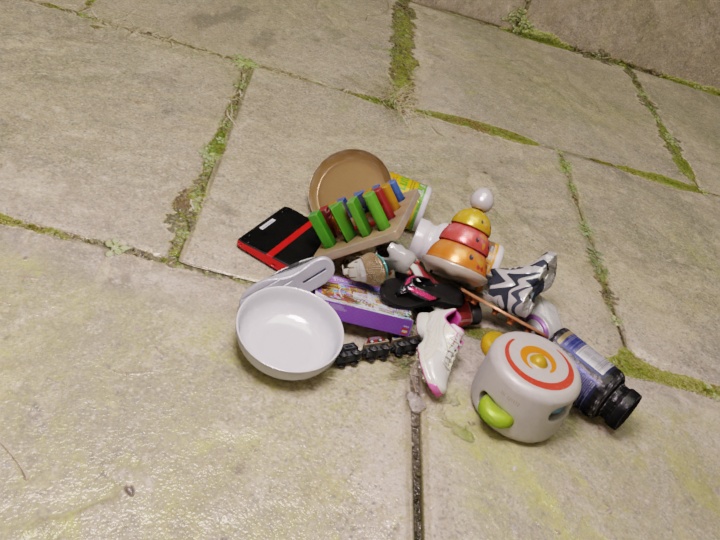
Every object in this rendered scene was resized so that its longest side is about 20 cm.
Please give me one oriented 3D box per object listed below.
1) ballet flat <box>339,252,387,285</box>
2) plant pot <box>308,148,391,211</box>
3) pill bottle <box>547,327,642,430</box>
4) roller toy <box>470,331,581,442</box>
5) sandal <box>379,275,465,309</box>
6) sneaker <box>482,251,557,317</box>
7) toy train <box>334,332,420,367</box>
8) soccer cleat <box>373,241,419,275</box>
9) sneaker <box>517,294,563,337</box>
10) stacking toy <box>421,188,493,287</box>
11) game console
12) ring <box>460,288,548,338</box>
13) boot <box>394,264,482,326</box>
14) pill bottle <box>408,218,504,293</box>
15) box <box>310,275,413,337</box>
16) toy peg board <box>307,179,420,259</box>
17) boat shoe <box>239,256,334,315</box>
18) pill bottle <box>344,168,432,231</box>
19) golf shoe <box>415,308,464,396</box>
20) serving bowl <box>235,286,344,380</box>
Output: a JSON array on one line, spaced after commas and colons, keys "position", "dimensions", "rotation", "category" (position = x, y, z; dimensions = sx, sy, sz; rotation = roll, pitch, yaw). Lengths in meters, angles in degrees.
[{"position": [0.000, 0.000, 1.648], "dimensions": [0.065, 0.071, 0.200], "rotation": [-14, 4, -13], "category": "ballet flat"}, {"position": [-0.022, -0.180, 1.868], "dimensions": [0.199, 0.201, 0.027], "rotation": [32, -5, 17], "category": "plant pot"}, {"position": [0.445, 0.215, 1.600], "dimensions": [0.111, 0.113, 0.200], "rotation": [-21, 53, -43], "category": "pill bottle"}, {"position": [0.309, 0.209, 1.517], "dimensions": [0.180, 0.141, 0.201], "rotation": [14, 35, -8], "category": "roller toy"}, {"position": [0.127, 0.038, 1.629], "dimensions": [0.198, 0.045, 0.076], "rotation": [3, 49, -26], "category": "sandal"}, {"position": [0.329, 0.014, 1.727], "dimensions": [0.129, 0.080, 0.199], "rotation": [17, 51, 31], "category": "sneaker"}, {"position": [0.030, 0.148, 1.558], "dimensions": [0.198, 0.034, 0.046], "rotation": [-7, 33, -33], "category": "toy train"}, {"position": [0.052, -0.028, 1.682], "dimensions": [0.077, 0.200, 0.070], "rotation": [41, 74, -15], "category": "soccer cleat"}, {"position": [0.376, 0.083, 1.787], "dimensions": [0.099, 0.075, 0.201], "rotation": [1, 47, -37], "category": "sneaker"}, {"position": [0.224, -0.079, 1.693], "dimensions": [0.145, 0.202, 0.146], "rotation": [21, -3, 1], "category": "stacking toy"}, {"position": [-0.144, -0.058, 1.753], "dimensions": [0.176, 0.031, 0.200], "rotation": [27, 36, 15], "category": "game console"}, {"position": [0.285, 0.090, 1.627], "dimensions": [0.199, 0.019, 0.200], "rotation": [29, 2, -1], "category": "ring"}, {"position": [0.169, 0.044, 1.731], "dimensions": [0.143, 0.073, 0.201], "rotation": [-10, 54, -36], "category": "boot"}, {"position": [0.209, -0.036, 1.812], "dimensions": [0.198, 0.117, 0.117], "rotation": [22, 35, 3], "category": "pill bottle"}, {"position": [0.000, 0.066, 1.616], "dimensions": [0.198, 0.039, 0.137], "rotation": [14, 20, -8], "category": "box"}, {"position": [0.000, -0.128, 1.701], "dimensions": [0.198, 0.098, 0.200], "rotation": [-16, 25, 27], "category": "toy peg board"}, {"position": [-0.142, 0.033, 1.575], "dimensions": [0.198, 0.073, 0.071], "rotation": [-24, 10, -13], "category": "boat shoe"}, {"position": [0.061, -0.178, 1.931], "dimensions": [0.198, 0.112, 0.111], "rotation": [21, 35, 1], "category": "pill bottle"}, {"position": [0.155, 0.147, 1.551], "dimensions": [0.091, 0.076, 0.201], "rotation": [-20, 42, 18], "category": "golf shoe"}, {"position": [-0.132, 0.123, 1.474], "dimensions": [0.198, 0.066, 0.201], "rotation": [10, 44, -10], "category": "serving bowl"}]
